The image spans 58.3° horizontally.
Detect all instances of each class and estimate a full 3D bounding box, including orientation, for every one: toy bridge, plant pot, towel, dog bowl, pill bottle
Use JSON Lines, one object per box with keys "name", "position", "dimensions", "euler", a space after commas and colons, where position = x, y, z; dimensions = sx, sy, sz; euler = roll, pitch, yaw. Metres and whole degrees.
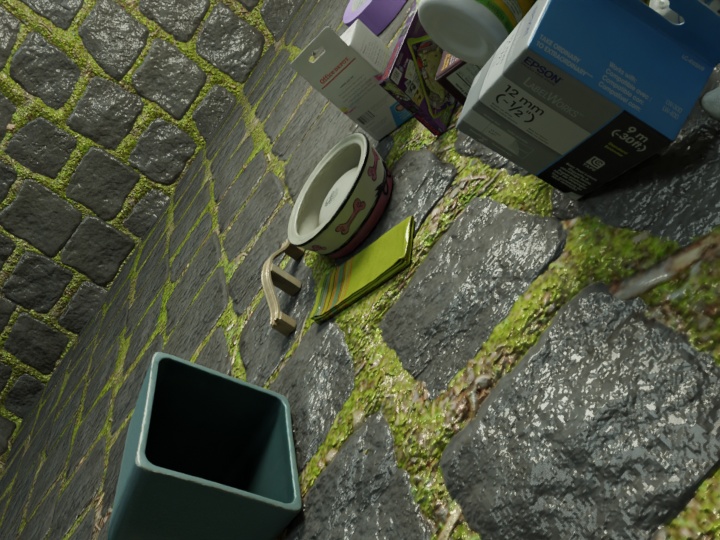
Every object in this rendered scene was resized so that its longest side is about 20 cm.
{"name": "toy bridge", "position": [-0.130, 0.016, 1.056], "dimensions": [0.027, 0.067, 0.203], "euler": [-39, 31, 30]}
{"name": "plant pot", "position": [-0.206, 0.264, 0.791], "dimensions": [0.203, 0.192, 0.198], "euler": [-58, 24, 20]}
{"name": "towel", "position": [0.000, 0.000, 0.897], "dimensions": [0.198, 0.018, 0.088], "euler": [-34, 35, 40]}
{"name": "dog bowl", "position": [-0.029, -0.109, 1.008], "dimensions": [0.199, 0.073, 0.203], "euler": [-42, 30, 31]}
{"name": "pill bottle", "position": [0.153, -0.339, 0.695], "dimensions": [0.204, 0.110, 0.111], "euler": [-61, 26, -4]}

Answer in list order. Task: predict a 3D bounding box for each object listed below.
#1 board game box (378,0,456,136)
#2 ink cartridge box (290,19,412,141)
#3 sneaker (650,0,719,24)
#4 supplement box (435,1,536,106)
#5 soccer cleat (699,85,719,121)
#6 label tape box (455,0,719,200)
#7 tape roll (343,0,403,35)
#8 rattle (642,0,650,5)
{"name": "board game box", "position": [0.107, -0.314, 0.939], "dimensions": [0.032, 0.119, 0.204], "euler": [-16, 47, 57]}
{"name": "ink cartridge box", "position": [-0.002, -0.316, 1.043], "dimensions": [0.114, 0.198, 0.069], "euler": [-25, 39, 46]}
{"name": "sneaker", "position": [0.307, -0.280, 0.583], "dimensions": [0.199, 0.086, 0.076], "euler": [-37, 34, 40]}
{"name": "supplement box", "position": [0.196, -0.296, 0.798], "dimensions": [0.198, 0.085, 0.113], "euler": [-24, 41, 49]}
{"name": "soccer cleat", "position": [0.322, -0.198, 0.479], "dimensions": [0.203, 0.069, 0.086], "euler": [-59, 26, -3]}
{"name": "label tape box", "position": [0.183, -0.149, 0.529], "dimensions": [0.067, 0.141, 0.200], "euler": [-64, 8, -18]}
{"name": "tape roll", "position": [0.045, -0.625, 1.462], "dimensions": [0.200, 0.065, 0.203], "euler": [-42, 30, 31]}
{"name": "rattle", "position": [0.159, -0.234, 0.613], "dimensions": [0.132, 0.194, 0.145], "euler": [-101, 24, -47]}
